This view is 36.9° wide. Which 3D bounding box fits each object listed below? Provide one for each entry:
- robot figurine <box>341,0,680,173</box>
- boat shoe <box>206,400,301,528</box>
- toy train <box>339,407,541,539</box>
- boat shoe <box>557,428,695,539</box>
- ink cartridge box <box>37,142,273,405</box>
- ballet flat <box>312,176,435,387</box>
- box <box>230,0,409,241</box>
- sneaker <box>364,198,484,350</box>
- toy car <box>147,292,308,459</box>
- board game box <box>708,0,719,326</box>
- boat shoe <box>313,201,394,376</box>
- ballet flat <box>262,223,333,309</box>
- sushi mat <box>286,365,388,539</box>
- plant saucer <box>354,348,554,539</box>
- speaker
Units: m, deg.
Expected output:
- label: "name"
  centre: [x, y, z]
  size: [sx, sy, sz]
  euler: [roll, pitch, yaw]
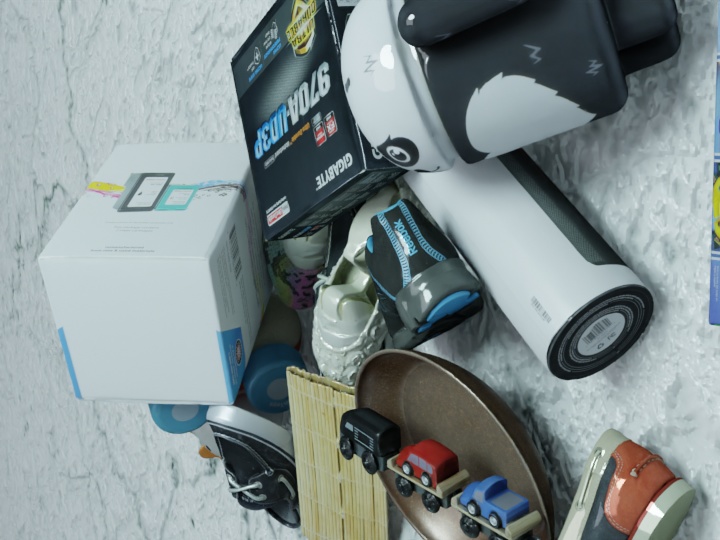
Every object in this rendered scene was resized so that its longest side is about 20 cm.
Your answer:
- label: "robot figurine"
  centre: [0.085, -0.133, 0.644]
  size: [0.126, 0.197, 0.151]
  euler: [-88, -24, -50]
- label: "boat shoe"
  centre: [-0.090, 0.182, 0.975]
  size: [0.071, 0.201, 0.068]
  euler: [14, 66, 24]
- label: "toy train"
  centre: [0.051, 0.142, 0.759]
  size: [0.199, 0.034, 0.046]
  euler: [23, 122, 47]
- label: "boat shoe"
  centre: [0.142, 0.195, 0.690]
  size: [0.062, 0.071, 0.202]
  euler: [38, 121, 31]
- label: "ink cartridge box"
  centre: [-0.166, -0.003, 0.953]
  size: [0.201, 0.144, 0.149]
  euler: [-76, -16, -57]
- label: "ballet flat"
  centre: [0.000, 0.000, 0.855]
  size: [0.072, 0.071, 0.202]
  euler: [40, 112, 49]
- label: "box"
  centre: [-0.035, -0.124, 0.818]
  size: [0.200, 0.045, 0.161]
  euler: [-26, 74, 62]
- label: "sneaker"
  centre: [0.043, 0.004, 0.770]
  size: [0.083, 0.073, 0.200]
  euler: [60, 173, 10]
- label: "toy car"
  centre: [-0.143, 0.127, 1.080]
  size: [0.185, 0.174, 0.202]
  euler: [-122, 27, -52]
- label: "board game box"
  centre: [0.238, -0.064, 0.532]
  size: [0.135, 0.034, 0.203]
  euler: [12, 105, 57]
- label: "boat shoe"
  centre: [-0.009, 0.031, 0.929]
  size: [0.075, 0.060, 0.203]
  euler: [-12, 84, 58]
- label: "ballet flat"
  centre: [-0.051, -0.066, 0.983]
  size: [0.071, 0.068, 0.203]
  euler: [-5, 86, 55]
- label: "sushi mat"
  centre: [-0.017, 0.173, 0.925]
  size: [0.095, 0.012, 0.202]
  euler: [16, 128, 25]
- label: "plant saucer"
  centre: [0.073, 0.139, 0.788]
  size: [0.200, 0.036, 0.202]
  euler: [36, 141, 35]
- label: "speaker"
  centre: [0.103, -0.026, 0.716]
  size: [0.201, 0.080, 0.082]
  euler: [57, 139, 39]
